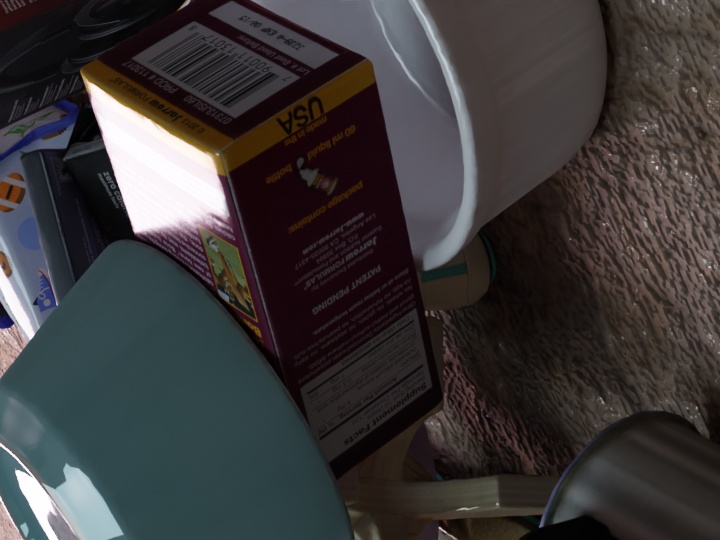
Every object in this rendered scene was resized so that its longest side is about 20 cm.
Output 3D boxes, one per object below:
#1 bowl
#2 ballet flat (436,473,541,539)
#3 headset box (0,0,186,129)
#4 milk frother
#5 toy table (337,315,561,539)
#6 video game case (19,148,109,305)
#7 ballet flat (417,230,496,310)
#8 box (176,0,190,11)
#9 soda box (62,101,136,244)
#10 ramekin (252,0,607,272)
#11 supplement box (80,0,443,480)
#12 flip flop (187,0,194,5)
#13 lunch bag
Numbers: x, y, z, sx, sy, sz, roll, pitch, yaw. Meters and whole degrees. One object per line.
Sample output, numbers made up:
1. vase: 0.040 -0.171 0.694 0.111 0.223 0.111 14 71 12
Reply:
1. bowl: -0.104 0.096 0.884 0.201 0.105 0.201 43 152 29
2. ballet flat: 0.054 0.163 1.116 0.200 0.072 0.068 25 158 49
3. headset box: -0.185 -0.153 1.072 0.077 0.200 0.149 56 154 8
4. milk frother: 0.174 0.103 0.802 0.188 0.180 0.201 27 97 48
5. toy table: 0.008 0.122 1.024 0.117 0.183 0.201 -23 76 58
6. video game case: -0.147 -0.008 1.187 0.200 0.019 0.143 -16 -89 -73
7. ballet flat: 0.000 0.000 1.055 0.200 0.069 0.070 -8 110 63
8. box: -0.047 -0.115 1.049 0.119 0.041 0.200 60 157 -2
9. soda box: -0.108 -0.017 1.165 0.063 0.071 0.200 -84 -26 -53
10. ramekin: 0.021 -0.110 0.861 0.200 0.098 0.201 42 150 31
11. supplement box: -0.041 -0.013 0.860 0.110 0.086 0.200 33 147 42
12. flip flop: -0.070 -0.099 0.994 0.081 0.057 0.200 41 151 37
13. lunch bag: -0.244 -0.040 1.401 0.200 0.124 0.170 35 148 66
